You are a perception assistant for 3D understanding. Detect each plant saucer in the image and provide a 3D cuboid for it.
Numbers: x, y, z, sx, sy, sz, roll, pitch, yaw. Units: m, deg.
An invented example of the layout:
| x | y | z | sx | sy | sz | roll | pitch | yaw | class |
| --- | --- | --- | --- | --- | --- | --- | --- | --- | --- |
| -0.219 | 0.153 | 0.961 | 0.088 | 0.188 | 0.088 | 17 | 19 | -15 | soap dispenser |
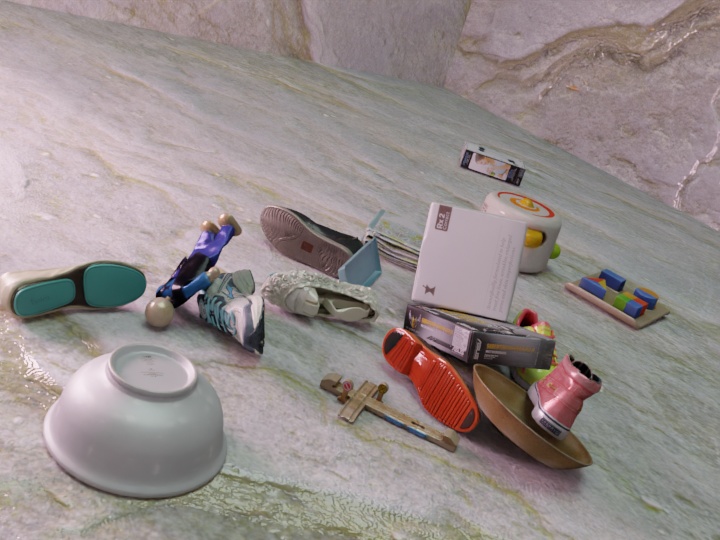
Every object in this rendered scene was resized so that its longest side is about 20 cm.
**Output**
| x | y | z | sx | sy | sz | roll | pitch | yaw | class |
| --- | --- | --- | --- | --- | --- | --- | --- | --- | --- |
| 0.221 | 0.204 | 1.131 | 0.199 | 0.036 | 0.200 | 36 | 11 | -8 | plant saucer |
| 0.000 | 0.000 | 1.467 | 0.019 | 0.071 | 0.200 | -5 | 15 | 19 | plant saucer |

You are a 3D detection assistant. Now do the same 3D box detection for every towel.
| x | y | z | sx | sy | sz | roll | pitch | yaw | class |
| --- | --- | --- | --- | --- | --- | --- | --- | --- | --- |
| 0.094 | -0.058 | 1.710 | 0.169 | 0.049 | 0.200 | 24 | 22 | 4 | towel |

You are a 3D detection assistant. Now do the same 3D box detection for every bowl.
| x | y | z | sx | sy | sz | roll | pitch | yaw | class |
| --- | --- | --- | --- | --- | --- | --- | --- | --- | --- |
| -0.228 | 0.141 | 0.896 | 0.198 | 0.092 | 0.202 | 17 | 22 | -7 | bowl |

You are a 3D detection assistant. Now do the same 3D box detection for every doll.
| x | y | z | sx | sy | sz | roll | pitch | yaw | class |
| --- | --- | --- | --- | --- | --- | --- | --- | --- | --- |
| -0.242 | 0.006 | 1.189 | 0.049 | 0.135 | 0.201 | 51 | 42 | -25 | doll |

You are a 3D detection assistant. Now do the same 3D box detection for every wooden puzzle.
| x | y | z | sx | sy | sz | roll | pitch | yaw | class |
| --- | --- | --- | --- | --- | --- | --- | --- | --- | --- |
| 0.565 | 0.052 | 1.834 | 0.184 | 0.047 | 0.198 | 33 | 25 | 32 | wooden puzzle |

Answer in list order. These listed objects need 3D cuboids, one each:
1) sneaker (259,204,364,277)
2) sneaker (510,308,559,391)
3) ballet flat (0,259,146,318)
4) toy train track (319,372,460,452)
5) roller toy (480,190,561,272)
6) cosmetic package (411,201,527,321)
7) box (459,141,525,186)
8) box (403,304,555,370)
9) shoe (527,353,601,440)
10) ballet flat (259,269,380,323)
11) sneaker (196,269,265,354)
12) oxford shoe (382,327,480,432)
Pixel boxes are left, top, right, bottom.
| x | y | z | sx | sy | sz | roll | pitch | yaw | class |
| --- | --- | --- | --- | --- | --- | --- | --- | --- | --- |
| -0.086 | -0.057 | 1.531 | 0.198 | 0.076 | 0.106 | 33 | 19 | 10 | sneaker |
| 0.282 | 0.129 | 1.349 | 0.077 | 0.091 | 0.201 | 12 | 24 | -21 | sneaker |
| -0.380 | 0.018 | 1.108 | 0.198 | 0.070 | 0.069 | -5 | 31 | -47 | ballet flat |
| 0.041 | 0.178 | 1.108 | 0.198 | 0.033 | 0.115 | 25 | 22 | 12 | toy train track |
| 0.348 | -0.094 | 1.873 | 0.181 | 0.142 | 0.199 | 31 | 25 | 31 | roller toy |
| 0.190 | -0.019 | 1.441 | 0.162 | 0.168 | 0.200 | 12 | 6 | 9 | cosmetic package |
| 0.407 | -0.332 | 2.608 | 0.197 | 0.061 | 0.117 | 19 | 21 | -2 | box |
| 0.180 | 0.101 | 1.311 | 0.156 | 0.049 | 0.199 | 7 | 7 | -26 | box |
| 0.283 | 0.163 | 1.156 | 0.071 | 0.092 | 0.200 | 38 | 10 | 8 | shoe |
| -0.055 | 0.045 | 1.300 | 0.197 | 0.073 | 0.072 | 8 | 23 | -22 | ballet flat |
| -0.183 | 0.062 | 1.172 | 0.085 | 0.079 | 0.200 | -2 | 20 | -18 | sneaker |
| 0.113 | 0.151 | 1.188 | 0.072 | 0.072 | 0.200 | 17 | 23 | -45 | oxford shoe |
